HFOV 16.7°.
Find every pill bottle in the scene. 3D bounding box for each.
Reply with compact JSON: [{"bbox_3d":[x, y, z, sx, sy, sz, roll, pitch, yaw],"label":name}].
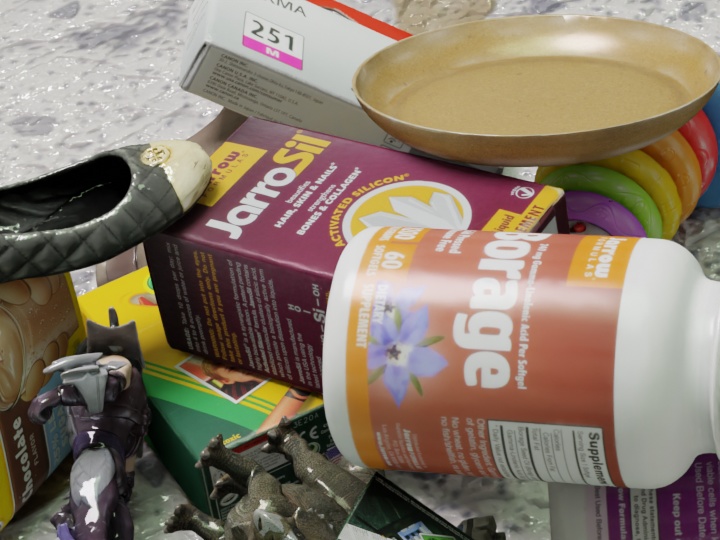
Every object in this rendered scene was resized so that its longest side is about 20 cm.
[{"bbox_3d":[0.091,0.039,1.099,0.199,0.113,0.112,2,38,17],"label":"pill bottle"},{"bbox_3d":[0.191,0.116,1.162,0.198,0.113,0.113,-4,37,7],"label":"pill bottle"}]

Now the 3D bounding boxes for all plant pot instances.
[{"bbox_3d":[0.095,-0.096,1.319,0.198,0.028,0.200,-3,23,1],"label":"plant pot"}]

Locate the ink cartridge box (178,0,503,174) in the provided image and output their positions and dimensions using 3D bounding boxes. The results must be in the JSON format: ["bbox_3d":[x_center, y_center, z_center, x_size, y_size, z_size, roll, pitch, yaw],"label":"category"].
[{"bbox_3d":[-0.008,-0.134,1.506,0.199,0.044,0.174,22,36,-15],"label":"ink cartridge box"}]

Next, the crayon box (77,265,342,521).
[{"bbox_3d":[-0.033,0.038,1.353,0.199,0.059,0.173,-24,40,-18],"label":"crayon box"}]

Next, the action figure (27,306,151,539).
[{"bbox_3d":[-0.133,0.107,1.237,0.069,0.131,0.201,-10,49,4],"label":"action figure"}]

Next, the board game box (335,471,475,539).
[{"bbox_3d":[0.068,0.179,1.082,0.199,0.024,0.105,35,35,0],"label":"board game box"}]

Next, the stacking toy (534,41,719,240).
[{"bbox_3d":[0.132,-0.028,1.374,0.115,0.110,0.201,8,45,21],"label":"stacking toy"}]

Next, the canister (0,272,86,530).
[{"bbox_3d":[-0.224,0.085,1.261,0.086,0.149,0.200,12,40,26],"label":"canister"}]

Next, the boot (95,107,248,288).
[{"bbox_3d":[-0.105,-0.057,1.491,0.145,0.071,0.200,-19,30,0],"label":"boot"}]

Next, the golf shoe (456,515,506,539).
[{"bbox_3d":[0.024,0.206,1.132,0.097,0.079,0.200,-18,30,22],"label":"golf shoe"}]

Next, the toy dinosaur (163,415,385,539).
[{"bbox_3d":[-0.028,0.124,1.209,0.102,0.077,0.200,38,18,18],"label":"toy dinosaur"}]

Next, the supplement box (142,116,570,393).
[{"bbox_3d":[0.000,0.000,1.274,0.199,0.086,0.110,15,44,30],"label":"supplement box"}]

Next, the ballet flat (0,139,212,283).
[{"bbox_3d":[-0.168,-0.030,1.239,0.199,0.057,0.066,-18,34,-16],"label":"ballet flat"}]
